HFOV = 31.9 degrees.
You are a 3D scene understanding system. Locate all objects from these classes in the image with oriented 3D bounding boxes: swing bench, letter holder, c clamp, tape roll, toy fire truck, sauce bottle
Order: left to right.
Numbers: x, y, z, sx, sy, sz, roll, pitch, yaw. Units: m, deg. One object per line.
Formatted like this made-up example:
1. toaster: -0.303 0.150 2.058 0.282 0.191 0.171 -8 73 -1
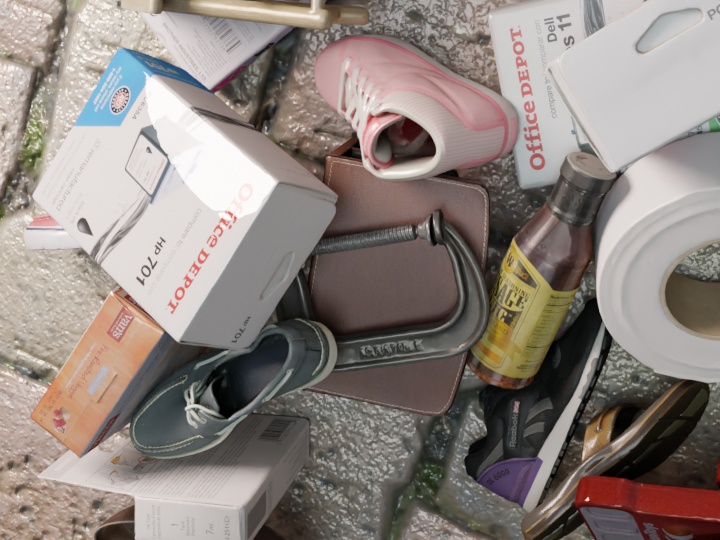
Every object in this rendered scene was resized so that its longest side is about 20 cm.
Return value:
1. swing bench: -0.094 -0.293 0.957 0.200 0.130 0.199 8 103 13
2. c clamp: 0.000 0.000 0.993 0.200 0.027 0.171 -3 103 12
3. letter holder: 0.035 0.005 1.055 0.142 0.101 0.200 11 105 8
4. sauce bottle: 0.142 0.001 0.990 0.066 0.066 0.200 23 119 7
5. toy fire truck: 0.270 0.215 1.020 0.168 0.200 0.112 4 65 23
6. tape roll: 0.280 -0.006 0.967 0.202 0.071 0.203 3 132 4

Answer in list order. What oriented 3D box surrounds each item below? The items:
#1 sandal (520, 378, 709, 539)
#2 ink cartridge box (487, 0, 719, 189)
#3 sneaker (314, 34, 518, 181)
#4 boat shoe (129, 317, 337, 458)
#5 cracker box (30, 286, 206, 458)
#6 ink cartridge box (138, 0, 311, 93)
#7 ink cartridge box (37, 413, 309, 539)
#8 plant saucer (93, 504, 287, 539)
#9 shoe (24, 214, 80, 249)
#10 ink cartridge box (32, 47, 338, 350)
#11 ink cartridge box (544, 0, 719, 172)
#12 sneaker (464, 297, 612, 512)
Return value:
1. sandal: 0.206 0.151 1.051 0.200 0.082 0.055 -42 57 4
2. ink cartridge box: 0.210 -0.153 0.984 0.200 0.083 0.147 -10 100 16
3. sneaker: 0.016 -0.129 0.989 0.200 0.105 0.075 28 127 34
4. boat shoe: -0.115 0.094 1.003 0.200 0.062 0.073 -27 74 21
5. cracker box: -0.180 0.063 1.063 0.058 0.200 0.134 38 108 5
6. ink cartridge box: -0.091 -0.253 1.052 0.200 0.042 0.119 -36 91 20
7. ink cartridge box: -0.153 0.170 1.083 0.176 0.200 0.045 5 104 12
8. plant saucer: -0.138 0.250 1.133 0.200 0.200 0.032 7 61 11
9. shoe: -0.205 -0.074 1.101 0.200 0.071 0.091 -8 96 13
10. ink cartridge box: -0.137 -0.055 0.968 0.200 0.086 0.147 40 104 31
11. ink cartridge box: 0.211 -0.143 0.837 0.145 0.200 0.083 -30 94 17
12. sneaker: 0.147 0.106 1.068 0.087 0.076 0.200 25 107 12
